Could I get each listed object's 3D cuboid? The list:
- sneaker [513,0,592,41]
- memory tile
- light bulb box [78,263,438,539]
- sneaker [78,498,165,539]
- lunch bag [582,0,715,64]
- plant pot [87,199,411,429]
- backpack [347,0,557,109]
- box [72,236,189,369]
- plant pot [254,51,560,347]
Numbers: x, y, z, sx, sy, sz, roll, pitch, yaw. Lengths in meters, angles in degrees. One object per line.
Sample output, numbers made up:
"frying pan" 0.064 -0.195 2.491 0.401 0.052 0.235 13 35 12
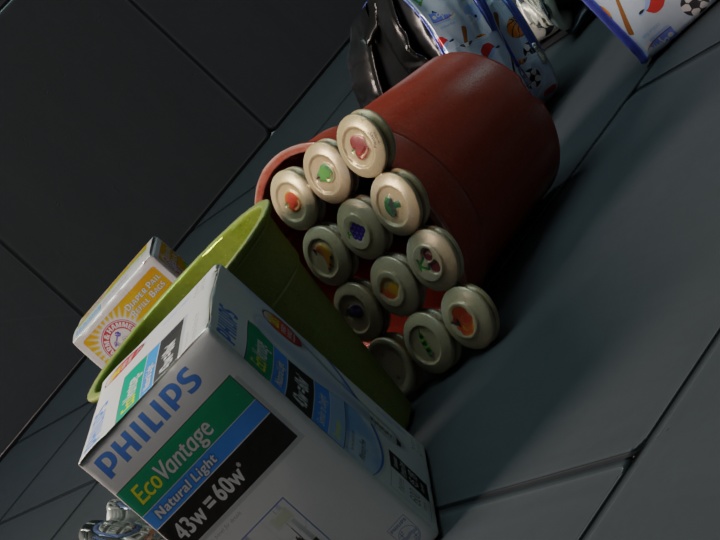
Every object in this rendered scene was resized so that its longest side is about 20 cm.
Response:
"sneaker" 0.192 -0.280 2.275 0.199 0.080 0.130 -28 11 35
"memory tile" 0.014 -0.010 1.644 0.017 0.200 0.153 -29 -3 -40
"light bulb box" -0.065 0.121 1.442 0.125 0.200 0.198 -46 10 8
"sneaker" -0.196 0.247 1.882 0.200 0.074 0.088 -22 -64 -73
"lunch bag" 0.236 -0.312 1.856 0.170 0.200 0.124 -44 10 27
"plant pot" -0.068 0.083 1.635 0.200 0.190 0.200 -47 9 10
"backpack" 0.084 -0.197 2.097 0.154 0.191 0.200 -34 2 -29
"box" -0.150 0.080 1.979 0.113 0.200 0.101 -46 9 6
"plant pot" 0.052 -0.067 1.761 0.195 0.201 0.201 -45 6 -38
